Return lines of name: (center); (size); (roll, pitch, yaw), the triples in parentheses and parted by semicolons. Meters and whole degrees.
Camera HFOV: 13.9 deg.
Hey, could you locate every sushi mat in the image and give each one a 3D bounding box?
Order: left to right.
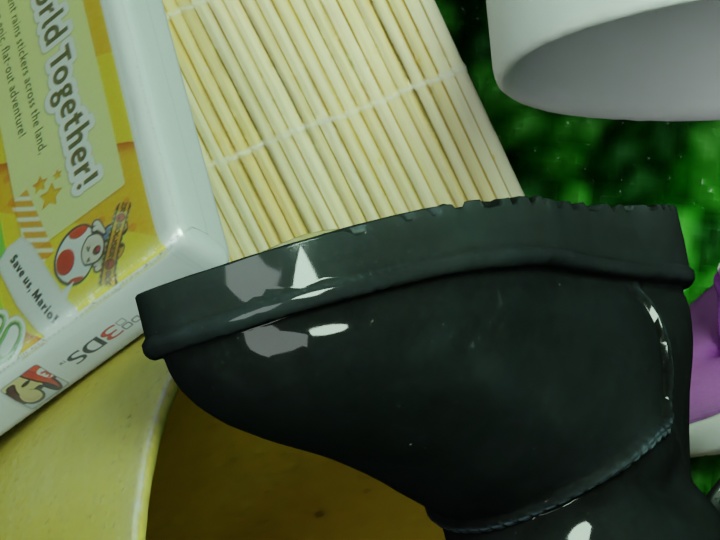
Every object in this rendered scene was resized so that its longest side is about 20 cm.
sushi mat: (0.000, 0.000, 0.769); (0.096, 0.012, 0.200); (-23, 112, 8)

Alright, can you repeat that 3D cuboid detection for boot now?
boot: (0.037, 0.069, 0.658); (0.073, 0.198, 0.163); (-15, 83, 31)

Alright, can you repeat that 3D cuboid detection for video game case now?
video game case: (-0.123, -0.028, 0.736); (0.182, 0.023, 0.200); (-35, 47, 21)

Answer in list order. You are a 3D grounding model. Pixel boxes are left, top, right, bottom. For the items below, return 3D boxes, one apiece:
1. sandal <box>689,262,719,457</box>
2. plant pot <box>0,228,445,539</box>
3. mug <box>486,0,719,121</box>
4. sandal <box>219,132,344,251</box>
sandal: (0.133, -0.018, 0.724); (0.203, 0.082, 0.050); (-32, 108, 38)
plant pot: (-0.039, 0.103, 0.724); (0.142, 0.200, 0.200); (-16, 86, 36)
mug: (0.081, -0.133, 0.740); (0.200, 0.147, 0.176); (-13, 77, 45)
sandal: (-0.062, -0.010, 0.817); (0.080, 0.054, 0.200); (46, 106, 21)
